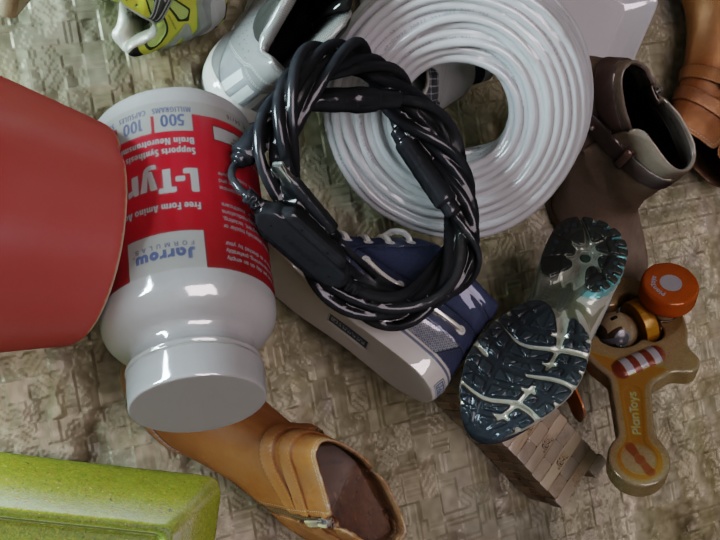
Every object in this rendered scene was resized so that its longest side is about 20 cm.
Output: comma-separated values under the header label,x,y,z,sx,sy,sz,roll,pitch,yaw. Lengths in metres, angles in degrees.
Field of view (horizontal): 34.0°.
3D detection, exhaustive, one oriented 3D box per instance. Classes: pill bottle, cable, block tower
label,x,y,z,sx,sy,sz,roll,pitch,yaw
pill bottle,-0.113,-0.006,0.750,0.111,0.112,0.202,4,58,-25
cable,0.008,-0.055,0.783,0.200,0.051,0.164,39,60,-26
block tower,0.103,0.103,0.916,0.200,0.054,0.058,45,71,-16
cable,0.072,-0.122,0.854,0.199,0.069,0.200,39,110,-12

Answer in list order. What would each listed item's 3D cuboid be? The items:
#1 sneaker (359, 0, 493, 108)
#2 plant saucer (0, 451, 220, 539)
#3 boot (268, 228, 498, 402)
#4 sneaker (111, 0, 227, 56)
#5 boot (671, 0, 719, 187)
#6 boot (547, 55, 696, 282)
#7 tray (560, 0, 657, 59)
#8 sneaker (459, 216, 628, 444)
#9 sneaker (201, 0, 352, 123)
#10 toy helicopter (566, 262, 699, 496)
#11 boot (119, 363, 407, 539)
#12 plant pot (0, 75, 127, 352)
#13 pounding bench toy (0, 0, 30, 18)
label,x,y,z,sx,sy,sz,roll,pitch,yaw
sneaker,0.031,-0.219,0.891,0.080,0.076,0.201,-30,101,-16
plant saucer,-0.197,0.223,0.745,0.197,0.048,0.203,8,84,-10
boot,0.000,0.000,0.849,0.200,0.073,0.090,40,66,2
sneaker,-0.132,-0.208,0.753,0.076,0.201,0.075,-40,68,-20
boot,0.298,-0.185,1.022,0.200,0.076,0.156,44,74,-24
boot,0.208,-0.075,0.925,0.070,0.146,0.201,-43,105,-23
tray,0.154,-0.236,0.978,0.199,0.022,0.108,31,74,-20
sneaker,0.138,0.058,0.866,0.077,0.087,0.200,28,59,20
sneaker,-0.031,-0.197,0.823,0.075,0.115,0.202,34,61,-24
toy helicopter,0.200,0.084,0.921,0.131,0.079,0.201,3,49,2
boot,-0.062,0.113,0.782,0.200,0.154,0.074,40,72,-17
plant pot,-0.245,-0.036,0.697,0.176,0.200,0.203,10,83,-32
pounding bench toy,-0.207,-0.282,0.755,0.155,0.124,0.202,-29,99,-24
